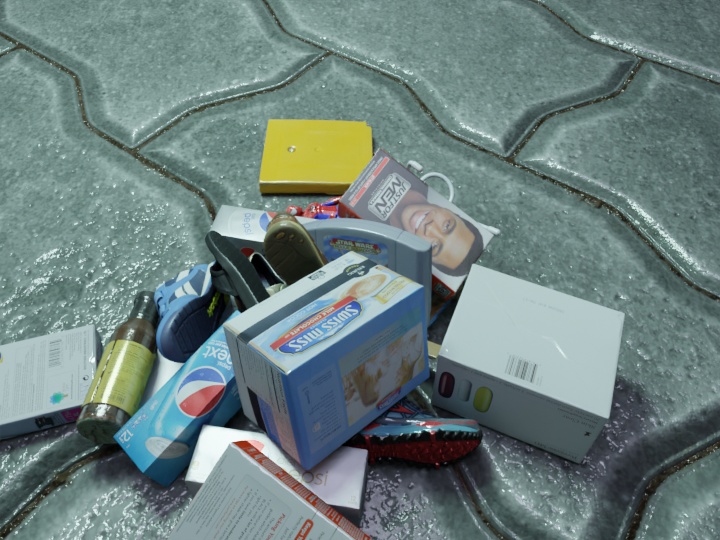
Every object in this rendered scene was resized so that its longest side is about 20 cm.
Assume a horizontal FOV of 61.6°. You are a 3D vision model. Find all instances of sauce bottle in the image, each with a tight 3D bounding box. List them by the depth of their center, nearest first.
[{"bbox_3d":[-0.292,0.113,0.761,0.063,0.066,0.203,3,47,2],"label":"sauce bottle"}]

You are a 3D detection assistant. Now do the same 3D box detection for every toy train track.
[{"bbox_3d":[0.085,0.081,0.833,0.113,0.033,0.200,16,43,35],"label":"toy train track"}]

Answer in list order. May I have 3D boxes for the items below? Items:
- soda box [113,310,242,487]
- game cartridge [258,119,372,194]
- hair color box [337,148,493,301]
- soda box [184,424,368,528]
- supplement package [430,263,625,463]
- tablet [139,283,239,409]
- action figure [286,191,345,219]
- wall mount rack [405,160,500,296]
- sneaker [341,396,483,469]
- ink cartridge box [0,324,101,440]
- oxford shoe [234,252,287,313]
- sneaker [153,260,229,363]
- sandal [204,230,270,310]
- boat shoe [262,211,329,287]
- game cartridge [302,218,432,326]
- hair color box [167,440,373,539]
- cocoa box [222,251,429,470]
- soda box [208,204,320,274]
[{"bbox_3d":[-0.188,0.151,0.721,0.064,0.068,0.200,33,69,26],"label":"soda box"},{"bbox_3d":[-0.075,-0.203,1.075,0.194,0.033,0.179,2,50,-2],"label":"game cartridge"},{"bbox_3d":[0.073,-0.063,0.835,0.198,0.061,0.102,37,76,5],"label":"hair color box"},{"bbox_3d":[-0.091,0.232,0.681,0.194,0.065,0.069,7,49,6],"label":"soda box"},{"bbox_3d":[0.205,0.112,0.754,0.195,0.112,0.157,18,51,16],"label":"supplement package"},{"bbox_3d":[-0.237,0.098,0.827,0.126,0.014,0.204,1,50,0],"label":"tablet"},{"bbox_3d":[-0.023,-0.090,0.968,0.194,0.052,0.067,0,54,2],"label":"action figure"},{"bbox_3d":[0.100,-0.059,0.901,0.173,0.075,0.201,40,76,2],"label":"wall mount rack"},{"bbox_3d":[0.048,0.174,0.723,0.194,0.080,0.097,2,47,1],"label":"sneaker"},{"bbox_3d":[-0.431,0.147,0.766,0.195,0.043,0.121,-11,51,-14],"label":"ink cartridge box"},{"bbox_3d":[-0.117,0.062,0.811,0.069,0.075,0.201,-13,50,-35],"label":"oxford shoe"},{"bbox_3d":[-0.230,0.056,0.786,0.080,0.076,0.201,-8,23,6],"label":"sneaker"},{"bbox_3d":[-0.159,0.020,0.772,0.048,0.075,0.201,-44,54,7],"label":"sandal"},{"bbox_3d":[-0.063,0.011,0.791,0.070,0.203,0.068,-20,30,8],"label":"boat shoe"},{"bbox_3d":[0.000,0.000,0.814,0.195,0.136,0.042,9,32,23],"label":"game cartridge"},{"bbox_3d":[-0.076,0.275,0.597,0.198,0.064,0.112,34,82,12],"label":"hair color box"},{"bbox_3d":[-0.032,0.093,0.688,0.198,0.136,0.130,-29,36,-32],"label":"cocoa box"},{"bbox_3d":[-0.123,-0.040,0.909,0.194,0.069,0.064,9,49,8],"label":"soda box"}]
